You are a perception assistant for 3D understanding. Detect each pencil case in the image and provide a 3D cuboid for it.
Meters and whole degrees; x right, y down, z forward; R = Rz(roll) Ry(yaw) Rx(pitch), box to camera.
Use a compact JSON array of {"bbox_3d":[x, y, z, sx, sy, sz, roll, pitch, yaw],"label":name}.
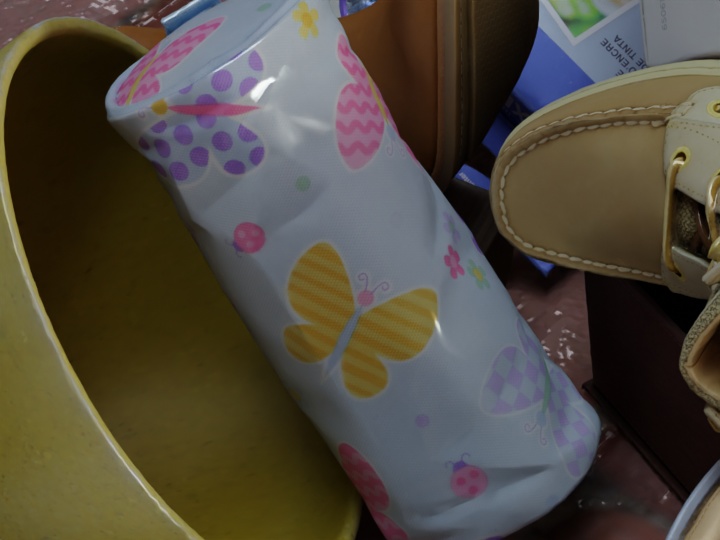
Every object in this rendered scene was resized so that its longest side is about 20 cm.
[{"bbox_3d":[0.000,0.000,0.850,0.083,0.201,0.091,-29,18,15],"label":"pencil case"}]

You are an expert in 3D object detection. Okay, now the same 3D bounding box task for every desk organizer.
[{"bbox_3d":[0.151,0.056,0.852,0.071,0.077,0.200,-24,44,-15],"label":"desk organizer"}]

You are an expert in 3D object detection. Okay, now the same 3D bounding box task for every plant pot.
[{"bbox_3d":[-0.111,0.037,0.859,0.141,0.200,0.201,-26,37,21],"label":"plant pot"}]

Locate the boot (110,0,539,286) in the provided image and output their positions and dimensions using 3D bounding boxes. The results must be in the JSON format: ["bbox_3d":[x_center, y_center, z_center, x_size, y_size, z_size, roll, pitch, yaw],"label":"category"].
[{"bbox_3d":[-0.021,-0.068,0.926,0.154,0.201,0.074,19,44,18],"label":"boot"}]

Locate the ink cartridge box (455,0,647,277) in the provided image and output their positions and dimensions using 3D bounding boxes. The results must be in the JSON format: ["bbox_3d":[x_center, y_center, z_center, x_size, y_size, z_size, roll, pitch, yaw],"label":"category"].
[{"bbox_3d":[0.100,-0.108,0.979,0.200,0.042,0.119,-44,85,-9],"label":"ink cartridge box"}]

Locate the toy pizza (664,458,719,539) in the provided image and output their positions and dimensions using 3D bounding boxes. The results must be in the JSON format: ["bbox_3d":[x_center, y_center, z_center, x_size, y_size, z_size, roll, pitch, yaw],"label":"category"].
[{"bbox_3d":[0.170,0.126,0.723,0.199,0.032,0.202,7,68,-19],"label":"toy pizza"}]

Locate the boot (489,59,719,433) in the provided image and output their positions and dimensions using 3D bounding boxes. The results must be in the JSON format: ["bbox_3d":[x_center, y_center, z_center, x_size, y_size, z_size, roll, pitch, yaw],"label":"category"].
[{"bbox_3d":[0.111,-0.005,0.773,0.199,0.073,0.155,5,23,24],"label":"boot"}]

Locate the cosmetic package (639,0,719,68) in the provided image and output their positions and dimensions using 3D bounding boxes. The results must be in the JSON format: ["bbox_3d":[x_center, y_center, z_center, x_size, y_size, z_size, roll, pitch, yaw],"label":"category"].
[{"bbox_3d":[0.226,-0.132,0.845,0.199,0.124,0.199,-3,-3,-37],"label":"cosmetic package"}]

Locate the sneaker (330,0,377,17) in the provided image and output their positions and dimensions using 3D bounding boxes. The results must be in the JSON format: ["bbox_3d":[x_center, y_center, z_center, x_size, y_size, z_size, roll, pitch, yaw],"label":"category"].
[{"bbox_3d":[0.065,-0.135,1.034,0.146,0.081,0.201,-30,26,32],"label":"sneaker"}]
